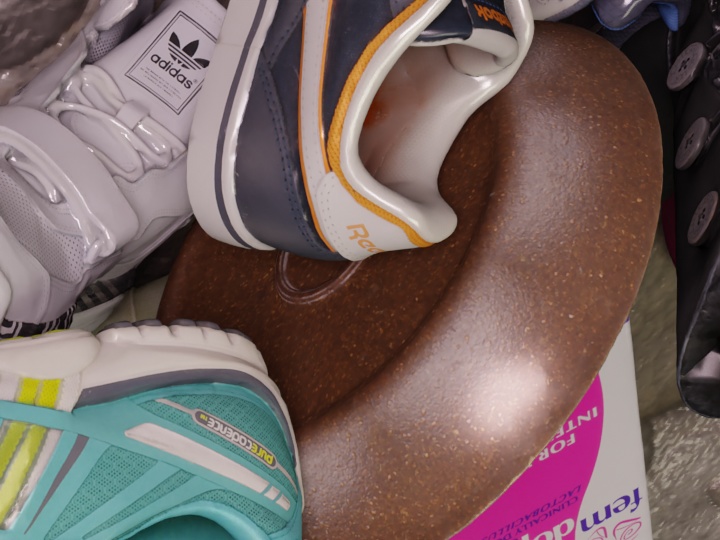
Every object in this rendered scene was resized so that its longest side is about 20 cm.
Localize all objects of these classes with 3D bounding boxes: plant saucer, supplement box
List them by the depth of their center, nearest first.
[{"bbox_3d":[0.000,0.000,0.753,0.200,0.201,0.037,-44,124,11],"label":"plant saucer"},{"bbox_3d":[0.041,0.062,0.947,0.101,0.104,0.201,-28,143,-11],"label":"supplement box"}]

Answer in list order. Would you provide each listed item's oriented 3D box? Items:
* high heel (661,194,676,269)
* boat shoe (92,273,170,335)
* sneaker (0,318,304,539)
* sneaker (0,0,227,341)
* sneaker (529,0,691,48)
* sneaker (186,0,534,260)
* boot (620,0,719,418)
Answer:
[{"bbox_3d":[0.150,0.007,0.925,0.067,0.097,0.200,9,164,-9],"label":"high heel"},{"bbox_3d":[-0.056,0.069,0.922,0.062,0.072,0.201,-6,135,2],"label":"boat shoe"},{"bbox_3d":[-0.100,0.061,0.637,0.199,0.080,0.078,-6,157,-30],"label":"sneaker"},{"bbox_3d":[-0.082,-0.037,0.729,0.115,0.075,0.200,-49,177,4],"label":"sneaker"},{"bbox_3d":[0.084,-0.119,0.803,0.077,0.085,0.201,-3,131,-35],"label":"sneaker"},{"bbox_3d":[0.013,-0.100,0.706,0.078,0.079,0.201,9,91,-59],"label":"sneaker"},{"bbox_3d":[0.115,-0.026,0.819,0.065,0.201,0.165,13,130,-15],"label":"boot"}]
